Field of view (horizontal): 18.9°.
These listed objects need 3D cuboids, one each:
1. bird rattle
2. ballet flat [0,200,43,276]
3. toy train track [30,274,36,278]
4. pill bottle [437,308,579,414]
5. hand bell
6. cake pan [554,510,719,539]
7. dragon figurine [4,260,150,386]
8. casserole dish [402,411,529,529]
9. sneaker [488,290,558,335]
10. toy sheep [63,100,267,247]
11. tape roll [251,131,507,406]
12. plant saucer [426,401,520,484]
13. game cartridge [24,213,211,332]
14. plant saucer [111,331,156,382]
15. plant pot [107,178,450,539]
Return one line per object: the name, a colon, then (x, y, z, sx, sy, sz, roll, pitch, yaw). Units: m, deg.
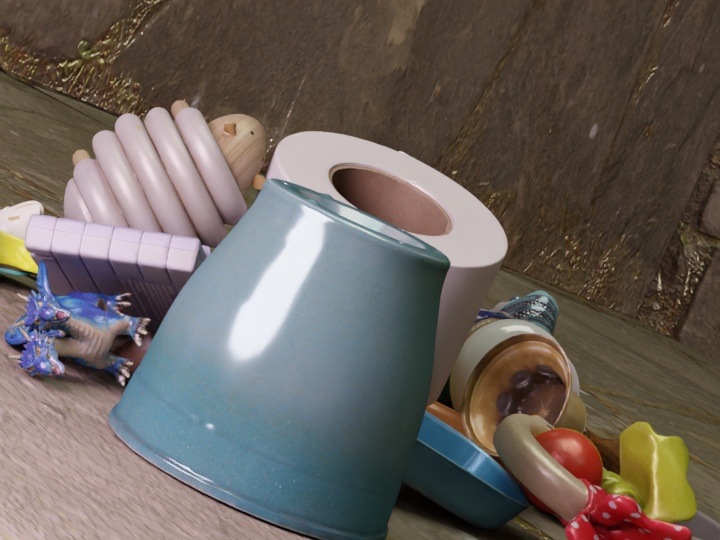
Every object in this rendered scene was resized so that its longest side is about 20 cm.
bird rattle: (0.162, 0.170, 1.593, 0.163, 0.113, 0.200, 36, 19, 11)
ballet flat: (-0.249, -0.017, 1.726, 0.198, 0.068, 0.067, 21, 4, -3)
toy train track: (-0.188, 0.025, 1.797, 0.198, 0.033, 0.115, 24, 5, 7)
pill bottle: (0.121, 0.095, 1.924, 0.110, 0.112, 0.200, 22, -2, -16)
hand bell: (0.180, 0.138, 1.776, 0.104, 0.105, 0.200, 29, -4, 46)
cake pan: (0.224, 0.205, 1.830, 0.199, 0.037, 0.200, 24, 5, -2)
dragon figurine: (-0.210, 0.032, 1.510, 0.099, 0.059, 0.200, 22, 7, -24)
casserole dish: (0.040, 0.129, 1.594, 0.199, 0.039, 0.121, 35, 6, -26)
sneaker: (0.138, 0.075, 2.134, 0.077, 0.087, 0.200, 41, -27, -12)
toy sheep: (-0.161, -0.061, 1.668, 0.139, 0.199, 0.138, 59, -2, 4)
tape roll: (0.000, 0.000, 1.718, 0.201, 0.140, 0.203, 21, 23, -9)
plant saucer: (0.047, 0.131, 1.782, 0.199, 0.038, 0.200, 25, 5, -2)
game cartridge: (-0.166, 0.007, 1.594, 0.128, 0.039, 0.200, 5, -16, 3)
plant saucer: (-0.091, 0.091, 1.614, 0.199, 0.032, 0.200, 25, 5, -2)
plant pot: (-0.038, 0.049, 1.408, 0.198, 0.189, 0.200, 23, 6, -3)
